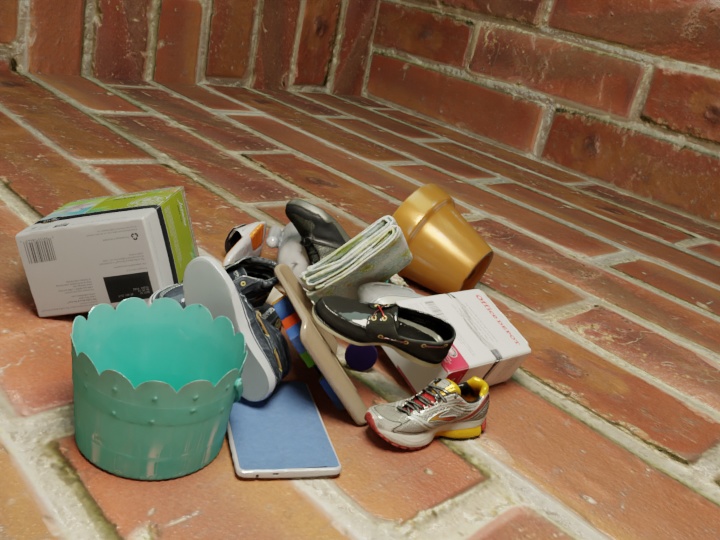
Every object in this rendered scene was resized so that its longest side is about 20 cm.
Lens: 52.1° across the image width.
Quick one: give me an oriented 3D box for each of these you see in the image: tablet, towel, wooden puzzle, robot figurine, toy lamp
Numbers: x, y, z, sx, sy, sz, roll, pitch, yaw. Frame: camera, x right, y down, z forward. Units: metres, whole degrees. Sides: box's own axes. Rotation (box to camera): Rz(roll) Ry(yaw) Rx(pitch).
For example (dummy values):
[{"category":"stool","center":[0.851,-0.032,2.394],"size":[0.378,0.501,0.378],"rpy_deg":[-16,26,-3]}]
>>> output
[{"category":"tablet","center":[-0.109,0.198,0.942],"size":[0.129,0.014,0.200],"rpy_deg":[4,22,-20]},{"category":"towel","center":[0.000,0.000,1.150],"size":[0.048,0.170,0.200],"rpy_deg":[57,1,16]},{"category":"wooden puzzle","center":[-0.065,0.105,1.032],"size":[0.046,0.186,0.200],"rpy_deg":[-31,30,0]},{"category":"robot figurine","center":[-0.100,-0.030,1.385],"size":[0.168,0.114,0.200],"rpy_deg":[24,18,-12]},{"category":"toy lamp","center":[0.002,0.092,1.212],"size":[0.058,0.059,0.200],"rpy_deg":[10,20,-5]}]

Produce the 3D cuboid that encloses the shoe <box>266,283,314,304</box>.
[{"category":"shoe","center":[-0.116,0.055,1.244],"size":[0.199,0.054,0.070],"rpy_deg":[28,26,36]}]

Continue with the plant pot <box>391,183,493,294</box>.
[{"category":"plant pot","center":[0.160,-0.041,1.485],"size":[0.183,0.201,0.200],"rpy_deg":[39,29,19]}]

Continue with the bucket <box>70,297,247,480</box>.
[{"category":"bucket","center":[-0.237,0.134,0.860],"size":[0.205,0.136,0.208],"rpy_deg":[11,22,-5]}]

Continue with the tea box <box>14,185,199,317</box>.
[{"category":"tea box","center":[-0.379,-0.034,1.138],"size":[0.198,0.135,0.197],"rpy_deg":[-7,19,6]}]

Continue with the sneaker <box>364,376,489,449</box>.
[{"category":"sneaker","center":[0.092,0.183,0.997],"size":[0.198,0.083,0.078],"rpy_deg":[-3,26,-34]}]

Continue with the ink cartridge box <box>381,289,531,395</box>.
[{"category":"ink cartridge box","center":[0.146,0.114,1.151],"size":[0.199,0.084,0.146],"rpy_deg":[-6,47,-41]}]

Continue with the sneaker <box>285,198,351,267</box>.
[{"category":"sneaker","center":[-0.071,-0.026,1.263],"size":[0.114,0.200,0.076],"rpy_deg":[-50,18,-26]}]

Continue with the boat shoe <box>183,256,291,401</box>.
[{"category":"boat shoe","center":[-0.163,0.070,0.981],"size":[0.070,0.202,0.091],"rpy_deg":[-23,5,19]}]

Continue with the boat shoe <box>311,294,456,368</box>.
[{"category":"boat shoe","center":[0.033,0.071,1.005],"size":[0.200,0.063,0.074],"rpy_deg":[20,39,-9]}]

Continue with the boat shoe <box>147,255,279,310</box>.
[{"category":"boat shoe","center":[-0.207,0.024,1.060],"size":[0.199,0.091,0.071],"rpy_deg":[-9,58,-47]}]

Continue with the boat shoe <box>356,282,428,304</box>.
[{"category":"boat shoe","center":[0.065,0.051,1.200],"size":[0.200,0.070,0.072],"rpy_deg":[12,36,-55]}]

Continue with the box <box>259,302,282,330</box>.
[{"category":"box","center":[-0.240,0.081,1.119],"size":[0.197,0.050,0.200],"rpy_deg":[16,22,11]}]

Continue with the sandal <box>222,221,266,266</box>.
[{"category":"sandal","center":[-0.235,-0.048,1.402],"size":[0.059,0.080,0.207],"rpy_deg":[18,23,8]}]

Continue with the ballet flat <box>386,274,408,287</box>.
[{"category":"ballet flat","center":[0.064,0.056,1.327],"size":[0.063,0.076,0.200],"rpy_deg":[26,23,-9]}]
